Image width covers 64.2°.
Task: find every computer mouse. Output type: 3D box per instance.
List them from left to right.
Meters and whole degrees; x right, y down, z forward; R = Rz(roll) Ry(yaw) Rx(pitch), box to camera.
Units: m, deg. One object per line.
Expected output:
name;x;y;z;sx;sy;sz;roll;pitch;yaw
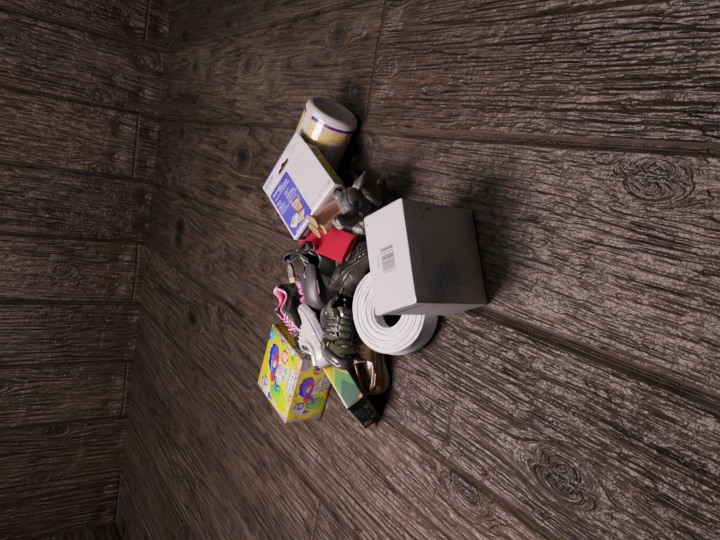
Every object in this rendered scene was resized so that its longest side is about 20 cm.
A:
computer mouse;-0.147;0.032;1.473;0.140;0.046;0.202;-16;91;49

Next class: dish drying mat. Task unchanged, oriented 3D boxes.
dish drying mat;-0.086;-0.077;1.454;0.199;0.018;0.077;23;89;49

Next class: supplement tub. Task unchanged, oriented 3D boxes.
supplement tub;-0.108;-0.343;1.538;0.146;0.144;0.201;58;132;39

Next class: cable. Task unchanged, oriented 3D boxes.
cable;0.075;0.087;1.281;0.199;0.069;0.202;-3;82;35

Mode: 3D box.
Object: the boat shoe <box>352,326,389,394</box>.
boat shoe;0.014;0.198;1.360;0.075;0.072;0.202;-20;84;39

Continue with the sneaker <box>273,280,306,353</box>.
sneaker;-0.183;0.123;1.517;0.079;0.095;0.202;-37;60;45

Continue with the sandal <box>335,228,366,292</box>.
sandal;-0.024;-0.031;1.475;0.080;0.054;0.202;16;119;10

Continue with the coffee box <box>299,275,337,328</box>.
coffee box;-0.108;0.112;1.562;0.115;0.079;0.201;-57;45;34

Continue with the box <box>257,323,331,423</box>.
box;-0.178;0.282;1.613;0.192;0.121;0.202;38;118;48

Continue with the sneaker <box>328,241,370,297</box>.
sneaker;0.000;0.000;1.407;0.200;0.090;0.076;-42;22;49

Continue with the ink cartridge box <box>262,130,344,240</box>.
ink cartridge box;-0.153;-0.218;1.484;0.198;0.047;0.201;-51;58;31

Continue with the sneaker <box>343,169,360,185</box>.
sneaker;-0.048;-0.163;1.492;0.080;0.086;0.202;34;114;48

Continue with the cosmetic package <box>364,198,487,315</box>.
cosmetic package;0.130;-0.019;1.137;0.123;0.199;0.201;-22;70;48

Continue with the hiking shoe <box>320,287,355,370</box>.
hiking shoe;-0.049;0.134;1.335;0.201;0.075;0.101;-107;33;-43

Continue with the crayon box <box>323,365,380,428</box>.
crayon box;-0.036;0.277;1.413;0.051;0.127;0.200;-36;48;-4

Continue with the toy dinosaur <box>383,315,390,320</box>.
toy dinosaur;0.036;0.102;1.393;0.200;0.047;0.089;-48;66;41

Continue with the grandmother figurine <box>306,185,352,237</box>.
grandmother figurine;-0.040;-0.163;1.412;0.061;0.200;0.122;44;161;18

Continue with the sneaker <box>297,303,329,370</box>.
sneaker;-0.124;0.160;1.416;0.200;0.070;0.073;55;171;44

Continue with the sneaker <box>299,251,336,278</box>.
sneaker;-0.124;-0.059;1.554;0.074;0.118;0.201;-52;49;14

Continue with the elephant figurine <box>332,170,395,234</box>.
elephant figurine;0.000;-0.156;1.314;0.155;0.199;0.142;41;100;40
